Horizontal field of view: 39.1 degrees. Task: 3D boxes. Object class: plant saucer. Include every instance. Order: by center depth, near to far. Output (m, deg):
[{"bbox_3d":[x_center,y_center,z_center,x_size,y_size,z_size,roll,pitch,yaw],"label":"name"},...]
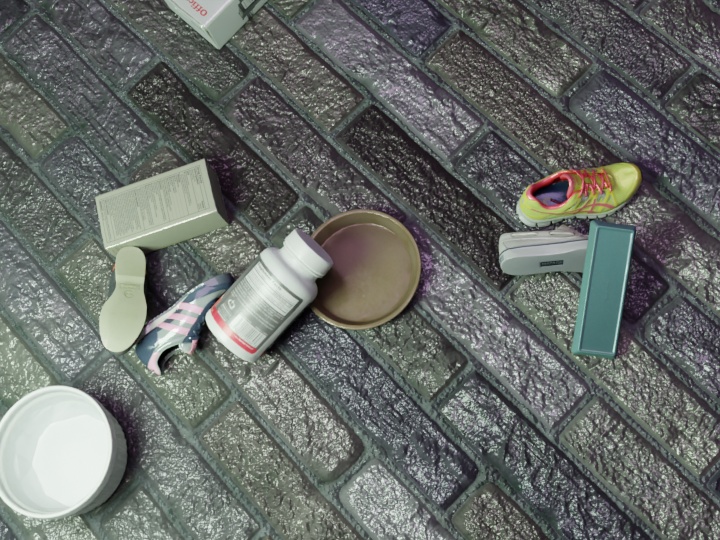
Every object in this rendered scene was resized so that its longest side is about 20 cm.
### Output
[{"bbox_3d":[0.361,0.030,1.500,0.069,0.019,0.201,7,97,-1],"label":"plant saucer"},{"bbox_3d":[0.000,0.000,1.619,0.199,0.029,0.201,-3,72,9],"label":"plant saucer"}]

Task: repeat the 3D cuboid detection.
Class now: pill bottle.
[{"bbox_3d":[-0.137,0.035,1.569,0.200,0.111,0.111,-47,70,8],"label":"pill bottle"}]

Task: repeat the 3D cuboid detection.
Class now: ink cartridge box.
[{"bbox_3d":[-0.244,-0.517,1.803,0.145,0.083,0.200,42,84,19],"label":"ink cartridge box"}]

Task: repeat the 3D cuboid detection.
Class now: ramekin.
[{"bbox_3d":[-0.459,0.287,1.574,0.199,0.105,0.202,-3,71,9],"label":"ramekin"}]

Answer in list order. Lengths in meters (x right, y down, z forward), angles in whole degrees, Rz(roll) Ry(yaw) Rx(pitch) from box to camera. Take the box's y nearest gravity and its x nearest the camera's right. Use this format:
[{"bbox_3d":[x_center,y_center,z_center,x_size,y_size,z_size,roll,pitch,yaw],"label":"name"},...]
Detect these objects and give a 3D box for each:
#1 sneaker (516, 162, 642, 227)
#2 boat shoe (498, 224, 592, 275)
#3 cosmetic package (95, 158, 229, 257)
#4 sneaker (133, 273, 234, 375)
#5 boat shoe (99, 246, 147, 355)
[{"bbox_3d":[0.339,-0.123,1.561,0.199,0.090,0.079,-19,68,3],"label":"sneaker"},{"bbox_3d":[0.310,-0.036,1.553,0.199,0.072,0.066,-6,56,7],"label":"boat shoe"},{"bbox_3d":[-0.330,-0.099,1.690,0.199,0.073,0.104,-17,70,5],"label":"cosmetic package"},{"bbox_3d":[-0.270,0.087,1.626,0.200,0.070,0.082,-38,74,4],"label":"sneaker"},{"bbox_3d":[-0.378,0.056,1.625,0.071,0.063,0.201,9,51,-15],"label":"boat shoe"}]
